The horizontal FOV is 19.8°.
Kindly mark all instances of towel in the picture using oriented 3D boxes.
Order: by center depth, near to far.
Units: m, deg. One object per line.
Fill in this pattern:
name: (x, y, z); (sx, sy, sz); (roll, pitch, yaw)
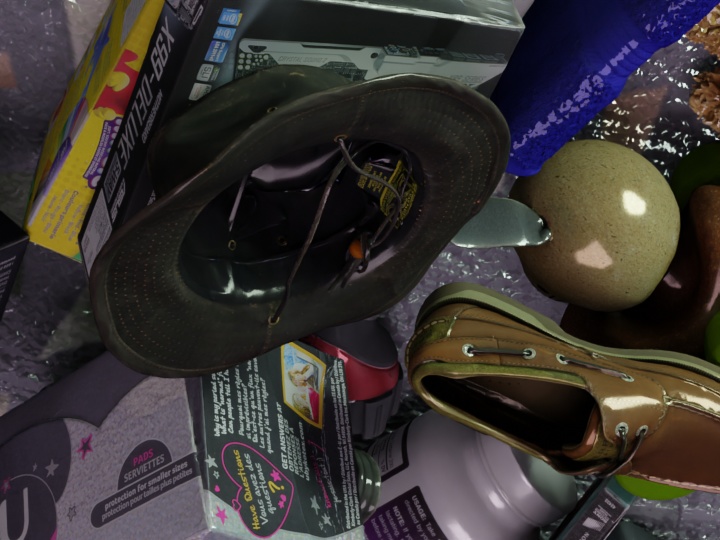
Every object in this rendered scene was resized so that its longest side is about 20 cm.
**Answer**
towel: (0.138, -0.139, 0.992); (0.050, 0.148, 0.200); (37, 117, -20)

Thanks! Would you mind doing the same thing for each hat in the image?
hat: (-0.038, -0.042, 0.914); (0.200, 0.081, 0.201); (-23, 151, -14)

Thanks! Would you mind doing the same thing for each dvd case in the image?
dvd case: (0.123, 0.159, 1.205); (0.022, 0.146, 0.200); (36, 127, 8)

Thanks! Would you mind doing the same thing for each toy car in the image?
toy car: (0.118, -0.006, 1.084); (0.200, 0.164, 0.158); (27, 123, -20)

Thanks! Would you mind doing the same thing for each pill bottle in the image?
pill bottle: (0.029, 0.157, 1.247); (0.200, 0.113, 0.112); (-32, 121, 23)

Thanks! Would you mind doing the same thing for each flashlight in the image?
flashlight: (0.000, 0.000, 1.161); (0.068, 0.068, 0.200); (4, 123, -6)

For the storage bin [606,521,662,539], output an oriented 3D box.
storage bin: (0.192, 0.263, 1.321); (0.200, 0.146, 0.134); (30, 112, -21)

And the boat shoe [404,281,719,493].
boat shoe: (0.115, 0.074, 1.010); (0.200, 0.068, 0.072); (18, 121, -1)

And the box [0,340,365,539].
box: (-0.110, 0.124, 1.063); (0.200, 0.132, 0.115); (-31, 142, 34)

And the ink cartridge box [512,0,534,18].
ink cartridge box: (0.050, -0.220, 0.971); (0.145, 0.088, 0.200); (23, 124, -15)

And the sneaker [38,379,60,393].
sneaker: (-0.098, 0.098, 1.193); (0.200, 0.075, 0.100); (-10, 96, 35)

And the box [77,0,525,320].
box: (-0.033, -0.064, 0.990); (0.158, 0.050, 0.200); (5, 133, -26)

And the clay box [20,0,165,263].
clay box: (-0.119, -0.092, 1.055); (0.048, 0.115, 0.200); (22, 125, -15)

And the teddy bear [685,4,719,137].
teddy bear: (0.238, -0.114, 1.075); (0.200, 0.067, 0.145); (31, 113, -13)

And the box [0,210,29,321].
box: (-0.297, 0.005, 1.082); (0.200, 0.104, 0.182); (40, 127, 18)

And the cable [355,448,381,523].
cable: (-0.044, 0.117, 1.202); (0.050, 0.097, 0.200); (31, 152, -35)
